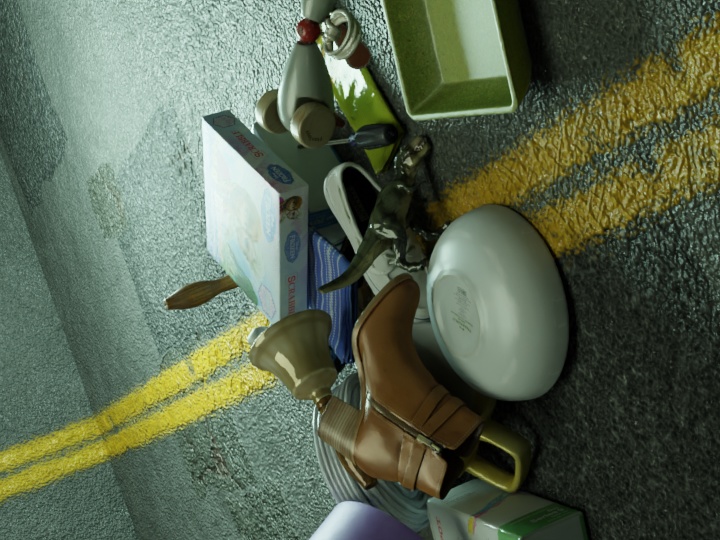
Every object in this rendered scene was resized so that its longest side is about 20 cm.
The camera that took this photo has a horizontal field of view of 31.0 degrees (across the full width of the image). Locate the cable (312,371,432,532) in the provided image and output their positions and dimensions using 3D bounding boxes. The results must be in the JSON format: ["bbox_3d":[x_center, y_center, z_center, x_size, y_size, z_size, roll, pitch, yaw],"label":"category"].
[{"bbox_3d":[0.019,0.222,1.542,0.069,0.200,0.201,-27,70,22],"label":"cable"}]

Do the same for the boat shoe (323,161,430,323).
[{"bbox_3d":[0.030,-0.032,1.422,0.201,0.072,0.066,62,168,0],"label":"boat shoe"}]

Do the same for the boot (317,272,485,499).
[{"bbox_3d":[0.056,0.116,1.295,0.155,0.201,0.077,23,174,30],"label":"boot"}]

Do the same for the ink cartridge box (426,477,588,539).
[{"bbox_3d":[0.166,0.320,1.403,0.200,0.087,0.146,3,109,63],"label":"ink cartridge box"}]

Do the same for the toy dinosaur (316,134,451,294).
[{"bbox_3d":[0.041,-0.042,1.369,0.088,0.201,0.047,27,166,9],"label":"toy dinosaur"}]

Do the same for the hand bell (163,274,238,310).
[{"bbox_3d":[-0.174,0.013,1.763,0.104,0.199,0.105,45,145,45],"label":"hand bell"}]

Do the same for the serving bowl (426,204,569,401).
[{"bbox_3d":[0.122,0.038,1.297,0.200,0.065,0.202,32,128,53],"label":"serving bowl"}]

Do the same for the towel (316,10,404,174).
[{"bbox_3d":[-0.012,-0.212,1.482,0.201,0.018,0.086,61,155,20],"label":"towel"}]

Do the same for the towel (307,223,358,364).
[{"bbox_3d":[-0.063,0.008,1.550,0.200,0.024,0.146,41,142,43],"label":"towel"}]

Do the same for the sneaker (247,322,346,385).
[{"bbox_3d":[-0.070,0.086,1.625,0.086,0.200,0.075,36,104,23],"label":"sneaker"}]

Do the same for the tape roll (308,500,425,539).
[{"bbox_3d":[0.025,0.354,1.431,0.199,0.085,0.201,32,152,20],"label":"tape roll"}]

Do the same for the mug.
[{"bbox_3d":[0.081,0.175,1.421,0.154,0.148,0.187,90,157,-51],"label":"mug"}]

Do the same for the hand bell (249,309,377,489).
[{"bbox_3d":[-0.036,0.154,1.433,0.201,0.103,0.104,60,153,28],"label":"hand bell"}]

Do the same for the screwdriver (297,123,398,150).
[{"bbox_3d":[-0.017,-0.149,1.486,0.200,0.029,0.028,3,108,61],"label":"screwdriver"}]

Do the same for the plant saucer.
[{"bbox_3d":[0.089,-0.246,1.209,0.199,0.048,0.202,8,114,63],"label":"plant saucer"}]

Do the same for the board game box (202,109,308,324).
[{"bbox_3d":[-0.129,-0.061,1.569,0.199,0.041,0.201,44,142,43],"label":"board game box"}]

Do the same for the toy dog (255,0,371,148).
[{"bbox_3d":[-0.038,-0.227,1.442,0.132,0.096,0.201,54,128,33],"label":"toy dog"}]

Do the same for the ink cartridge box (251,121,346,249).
[{"bbox_3d":[-0.086,-0.084,1.647,0.147,0.085,0.200,59,151,22],"label":"ink cartridge box"}]

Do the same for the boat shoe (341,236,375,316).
[{"bbox_3d":[0.000,0.000,1.539,0.076,0.073,0.201,57,152,29],"label":"boat shoe"}]
